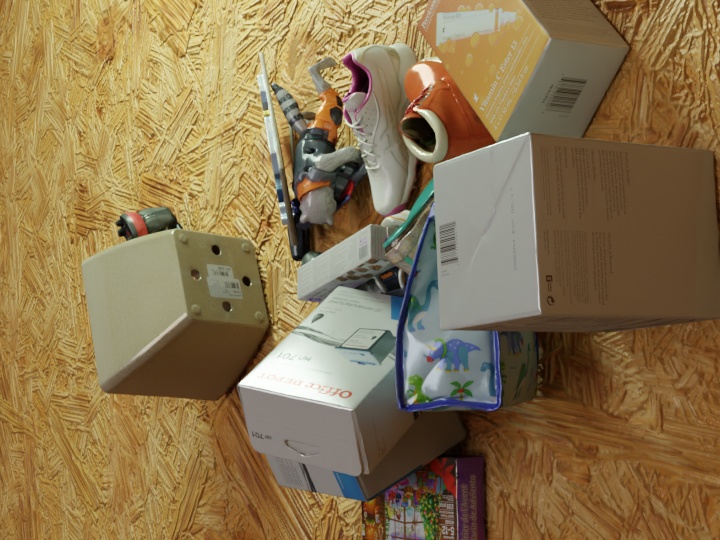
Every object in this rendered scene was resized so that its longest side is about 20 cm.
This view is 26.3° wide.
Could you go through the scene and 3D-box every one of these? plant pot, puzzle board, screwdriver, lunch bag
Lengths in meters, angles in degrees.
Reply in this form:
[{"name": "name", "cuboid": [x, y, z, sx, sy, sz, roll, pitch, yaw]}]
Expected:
[{"name": "plant pot", "cuboid": [-0.237, 0.046, 2.091, 0.177, 0.200, 0.200, -35, 58, 40]}, {"name": "puzzle board", "cuboid": [-0.107, -0.152, 1.927, 0.151, 0.017, 0.200, 82, 177, -53]}, {"name": "screwdriver", "cuboid": [-0.088, -0.107, 1.988, 0.028, 0.029, 0.200, -33, 61, 54]}, {"name": "lunch bag", "cuboid": [0.108, 0.034, 1.490, 0.127, 0.170, 0.200, -4, 87, 17]}]

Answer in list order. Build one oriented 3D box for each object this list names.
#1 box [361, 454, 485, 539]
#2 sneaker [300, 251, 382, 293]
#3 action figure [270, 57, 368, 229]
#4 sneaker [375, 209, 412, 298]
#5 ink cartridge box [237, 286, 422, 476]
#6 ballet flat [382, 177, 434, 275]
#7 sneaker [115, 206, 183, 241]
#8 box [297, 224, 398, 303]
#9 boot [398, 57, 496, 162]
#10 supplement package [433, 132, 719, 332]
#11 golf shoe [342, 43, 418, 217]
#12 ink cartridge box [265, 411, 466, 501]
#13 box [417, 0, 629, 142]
[{"name": "box", "cuboid": [0.066, 0.270, 1.694, 0.200, 0.039, 0.137, -9, 81, 59]}, {"name": "sneaker", "cuboid": [0.000, 0.000, 1.801, 0.200, 0.066, 0.091, 33, 113, 51]}, {"name": "action figure", "cuboid": [-0.064, -0.132, 1.881, 0.200, 0.105, 0.194, -48, 40, 46]}, {"name": "sneaker", "cuboid": [0.060, 0.032, 1.682, 0.078, 0.079, 0.200, -23, 71, 56]}, {"name": "ink cartridge box", "cuboid": [-0.008, 0.109, 1.582, 0.146, 0.200, 0.086, 9, 123, 31]}, {"name": "ballet flat", "cuboid": [0.079, -0.046, 1.617, 0.067, 0.200, 0.068, 42, 126, -4]}, {"name": "sneaker", "cuboid": [-0.308, -0.025, 2.319, 0.071, 0.098, 0.201, 53, 156, 31]}, {"name": "box", "cuboid": [-0.014, -0.005, 1.701, 0.200, 0.039, 0.041, 149, 124, -60]}, {"name": "boot", "cuboid": [0.079, -0.171, 1.634, 0.200, 0.107, 0.075, 55, 135, 48]}, {"name": "supplement package", "cuboid": [0.188, -0.026, 1.344, 0.151, 0.200, 0.152, -14, 76, 59]}, {"name": "golf shoe", "cuboid": [0.016, -0.161, 1.755, 0.075, 0.091, 0.200, -1, 89, 58]}, {"name": "ink cartridge box", "cuboid": [-0.004, 0.177, 1.696, 0.200, 0.145, 0.084, -4, 113, 59]}, {"name": "box", "cuboid": [0.155, -0.230, 1.513, 0.200, 0.097, 0.124, 61, 138, 42]}]
